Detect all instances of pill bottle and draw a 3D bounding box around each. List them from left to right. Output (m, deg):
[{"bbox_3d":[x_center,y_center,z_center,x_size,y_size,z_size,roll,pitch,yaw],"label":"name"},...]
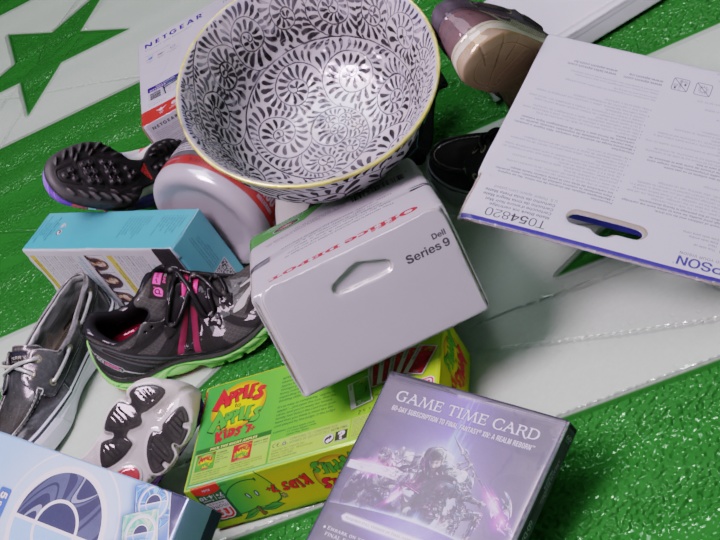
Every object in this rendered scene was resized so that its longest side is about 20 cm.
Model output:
[{"bbox_3d":[-0.086,-0.114,1.354,0.115,0.116,0.200,1,48,41],"label":"pill bottle"}]

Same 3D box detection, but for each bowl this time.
[{"bbox_3d":[-0.032,-0.121,1.166,0.200,0.094,0.202,-5,58,8],"label":"bowl"}]

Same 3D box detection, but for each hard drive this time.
[{"bbox_3d":[0.181,-0.236,1.359,0.199,0.026,0.132,-32,34,5],"label":"hard drive"}]

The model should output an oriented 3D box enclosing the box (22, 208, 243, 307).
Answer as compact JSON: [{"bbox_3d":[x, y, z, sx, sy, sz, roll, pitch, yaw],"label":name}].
[{"bbox_3d":[-0.202,-0.009,1.354,0.199,0.082,0.049,1,48,40],"label":"box"}]

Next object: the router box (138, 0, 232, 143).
[{"bbox_3d":[-0.132,-0.220,1.579,0.199,0.049,0.180,-28,35,9],"label":"router box"}]

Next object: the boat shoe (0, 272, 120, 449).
[{"bbox_3d":[-0.275,0.087,1.308,0.072,0.071,0.201,-7,44,34],"label":"boat shoe"}]

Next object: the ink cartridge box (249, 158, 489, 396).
[{"bbox_3d":[0.000,0.000,1.108,0.145,0.084,0.200,-26,14,3],"label":"ink cartridge box"}]

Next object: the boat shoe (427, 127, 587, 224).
[{"bbox_3d":[0.122,-0.086,1.199,0.200,0.057,0.069,15,58,48],"label":"boat shoe"}]

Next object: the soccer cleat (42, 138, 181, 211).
[{"bbox_3d":[-0.228,-0.078,1.409,0.073,0.068,0.200,-33,-8,29],"label":"soccer cleat"}]

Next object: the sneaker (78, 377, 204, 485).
[{"bbox_3d":[-0.186,0.165,1.157,0.200,0.083,0.081,-44,78,5],"label":"sneaker"}]

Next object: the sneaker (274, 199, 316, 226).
[{"bbox_3d":[-0.054,-0.111,1.259,0.074,0.080,0.201,-24,53,43],"label":"sneaker"}]

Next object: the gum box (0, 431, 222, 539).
[{"bbox_3d":[-0.209,0.215,1.053,0.199,0.045,0.171,13,75,35],"label":"gum box"}]

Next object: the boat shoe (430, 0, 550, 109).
[{"bbox_3d":[0.115,-0.171,1.197,0.072,0.200,0.065,-42,69,21],"label":"boat shoe"}]

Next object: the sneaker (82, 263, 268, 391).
[{"bbox_3d":[-0.139,0.033,1.249,0.199,0.084,0.077,-26,36,13],"label":"sneaker"}]

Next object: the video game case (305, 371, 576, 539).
[{"bbox_3d":[0.033,0.167,0.956,0.142,0.019,0.201,13,66,38],"label":"video game case"}]

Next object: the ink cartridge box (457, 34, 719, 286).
[{"bbox_3d":[0.191,-0.070,1.070,0.199,0.041,0.200,16,52,18],"label":"ink cartridge box"}]

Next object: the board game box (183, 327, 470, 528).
[{"bbox_3d":[-0.022,0.109,1.093,0.199,0.048,0.102,-18,37,22],"label":"board game box"}]

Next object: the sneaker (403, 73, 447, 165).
[{"bbox_3d":[0.022,-0.098,1.284,0.075,0.079,0.201,2,70,53],"label":"sneaker"}]
